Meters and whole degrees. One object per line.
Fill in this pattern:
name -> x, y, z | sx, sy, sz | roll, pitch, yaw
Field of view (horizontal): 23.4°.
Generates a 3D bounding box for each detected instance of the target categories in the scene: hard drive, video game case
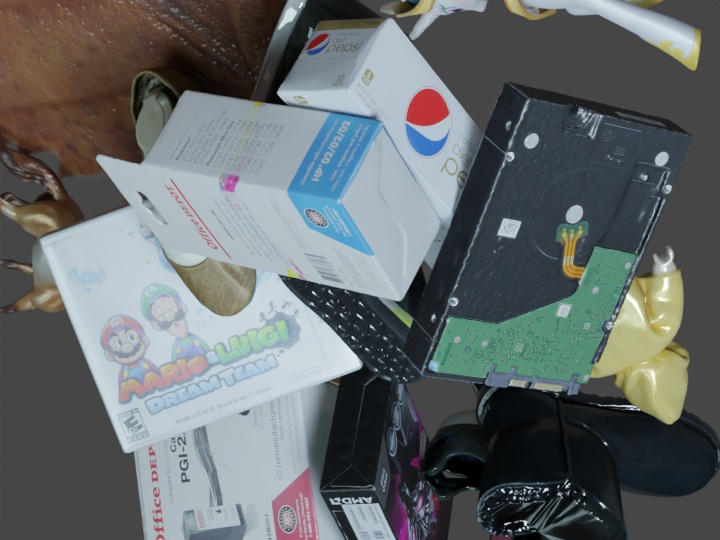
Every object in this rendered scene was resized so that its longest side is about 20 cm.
hard drive -> 0.122, -0.017, 1.152 | 0.139, 0.038, 0.200 | 8, 111, -29
video game case -> -0.121, 0.024, 1.335 | 0.200, 0.024, 0.182 | -20, 102, 1

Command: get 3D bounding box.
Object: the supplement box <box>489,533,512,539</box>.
supplement box -> 0.146, 0.254, 1.387 | 0.061, 0.109, 0.200 | 11, 168, 22

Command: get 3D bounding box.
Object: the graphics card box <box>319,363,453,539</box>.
graphics card box -> 0.025, 0.182, 1.416 | 0.051, 0.126, 0.200 | -4, 138, 19

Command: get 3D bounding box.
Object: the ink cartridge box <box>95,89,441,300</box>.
ink cartridge box -> -0.062, -0.053, 1.145 | 0.200, 0.068, 0.115 | 12, 152, 32

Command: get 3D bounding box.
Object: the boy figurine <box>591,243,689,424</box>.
boy figurine -> 0.181, 0.026, 1.250 | 0.124, 0.064, 0.200 | -34, 112, 22

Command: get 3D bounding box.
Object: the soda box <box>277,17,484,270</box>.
soda box -> 0.036, -0.079, 1.152 | 0.068, 0.064, 0.200 | 4, 147, 44

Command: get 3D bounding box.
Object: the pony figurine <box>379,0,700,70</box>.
pony figurine -> 0.110, -0.204, 1.032 | 0.199, 0.167, 0.193 | 5, 141, 5

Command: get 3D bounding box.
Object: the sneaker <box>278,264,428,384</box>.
sneaker -> 0.000, 0.000, 1.315 | 0.072, 0.083, 0.200 | -12, 128, 35

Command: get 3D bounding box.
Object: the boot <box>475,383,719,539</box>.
boot -> 0.175, 0.156, 1.250 | 0.200, 0.168, 0.077 | 17, 118, -8

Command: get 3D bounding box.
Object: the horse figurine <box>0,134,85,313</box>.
horse figurine -> -0.275, -0.023, 1.475 | 0.132, 0.050, 0.200 | 6, 127, 8

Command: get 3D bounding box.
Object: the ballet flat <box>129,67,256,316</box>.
ballet flat -> -0.130, -0.063, 1.263 | 0.068, 0.200, 0.072 | -21, 160, 20

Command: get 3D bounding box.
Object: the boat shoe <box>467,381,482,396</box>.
boat shoe -> 0.088, 0.016, 1.297 | 0.074, 0.060, 0.200 | 4, 131, 27

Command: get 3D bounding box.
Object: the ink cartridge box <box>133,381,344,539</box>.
ink cartridge box -> -0.096, 0.173, 1.488 | 0.200, 0.085, 0.146 | -11, 84, 38

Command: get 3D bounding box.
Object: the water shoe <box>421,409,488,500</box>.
water shoe -> 0.145, 0.159, 1.385 | 0.200, 0.079, 0.072 | -2, 128, 32

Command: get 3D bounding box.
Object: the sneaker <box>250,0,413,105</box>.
sneaker -> -0.025, -0.106, 1.231 | 0.099, 0.071, 0.200 | 28, 129, 9

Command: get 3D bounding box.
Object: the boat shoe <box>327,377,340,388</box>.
boat shoe -> -0.073, 0.028, 1.393 | 0.200, 0.072, 0.076 | 46, 136, -15
